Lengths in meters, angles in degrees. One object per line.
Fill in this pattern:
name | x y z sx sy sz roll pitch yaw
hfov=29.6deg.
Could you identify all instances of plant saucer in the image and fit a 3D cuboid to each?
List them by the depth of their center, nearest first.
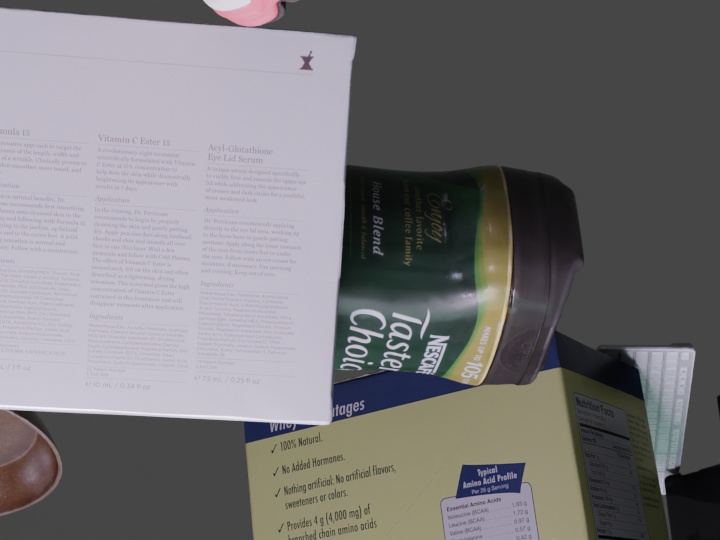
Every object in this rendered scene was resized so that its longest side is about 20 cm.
plant saucer | -0.279 0.099 0.828 0.197 0.035 0.201 -1 148 0

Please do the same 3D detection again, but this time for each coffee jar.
coffee jar | 0.000 0.000 0.630 0.196 0.086 0.105 3 142 -5

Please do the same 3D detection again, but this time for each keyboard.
keyboard | 0.175 0.097 0.852 0.055 0.011 0.201 -5 146 6

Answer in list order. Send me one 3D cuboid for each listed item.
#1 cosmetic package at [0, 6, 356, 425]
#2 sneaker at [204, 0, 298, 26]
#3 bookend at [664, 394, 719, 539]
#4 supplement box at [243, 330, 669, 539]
cosmetic package | -0.105 -0.023 0.539 0.196 0.153 0.052 4 -174 -6
sneaker | -0.020 -0.151 0.411 0.086 0.075 0.200 21 141 -28
bookend | 0.259 0.134 0.832 0.198 0.093 0.198 -25 139 34
supplement box | 0.057 0.160 0.740 0.198 0.203 0.134 -16 160 27
